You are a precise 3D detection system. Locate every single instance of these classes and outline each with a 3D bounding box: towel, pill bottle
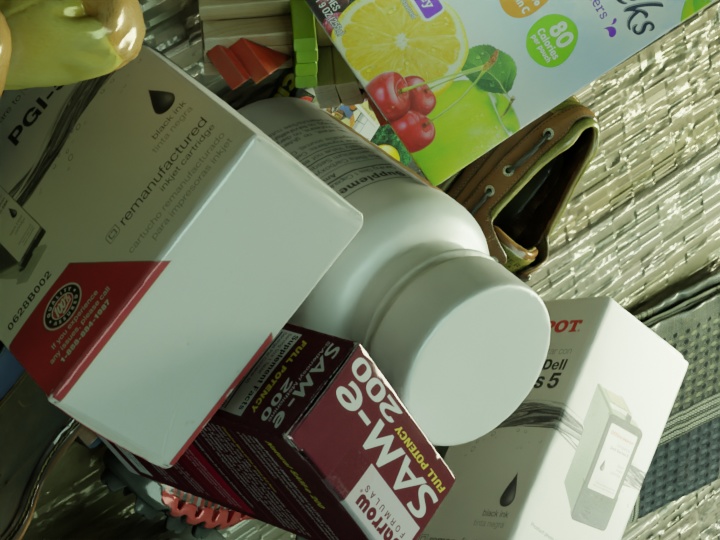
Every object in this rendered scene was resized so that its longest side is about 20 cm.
[{"bbox_3d":[0.231,0.091,1.352,0.192,0.035,0.200,-22,132,-23],"label":"towel"},{"bbox_3d":[0.000,0.000,0.939,0.114,0.200,0.114,-21,129,-28],"label":"pill bottle"}]

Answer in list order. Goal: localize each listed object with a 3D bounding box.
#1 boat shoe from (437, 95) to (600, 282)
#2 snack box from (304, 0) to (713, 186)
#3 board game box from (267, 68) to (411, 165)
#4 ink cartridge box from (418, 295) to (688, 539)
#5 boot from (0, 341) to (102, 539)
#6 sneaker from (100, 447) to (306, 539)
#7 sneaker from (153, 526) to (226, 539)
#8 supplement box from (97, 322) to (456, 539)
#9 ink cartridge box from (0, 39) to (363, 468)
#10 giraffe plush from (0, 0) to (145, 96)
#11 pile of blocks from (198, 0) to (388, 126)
[{"bbox_3d":[0.074,-0.020,1.114,0.072,0.068,0.200,9,112,-44],"label":"boat shoe"},{"bbox_3d":[0.077,-0.153,0.884,0.200,0.053,0.142,-33,124,4],"label":"snack box"},{"bbox_3d":[-0.030,-0.050,1.044,0.105,0.023,0.200,24,101,-48],"label":"board game box"},{"bbox_3d":[0.091,0.121,1.111,0.084,0.145,0.200,38,65,-29],"label":"ink cartridge box"},{"bbox_3d":[-0.204,0.085,0.952,0.200,0.075,0.097,-50,130,-27],"label":"boot"},{"bbox_3d":[-0.063,0.105,1.084,0.200,0.071,0.098,13,109,-46],"label":"sneaker"},{"bbox_3d":[-0.095,0.182,1.038,0.073,0.200,0.085,29,111,-2],"label":"sneaker"},{"bbox_3d":[-0.062,0.069,0.899,0.061,0.200,0.109,-53,132,-22],"label":"supplement box"},{"bbox_3d":[-0.116,-0.027,0.860,0.147,0.200,0.083,-52,133,1],"label":"ink cartridge box"},{"bbox_3d":[-0.205,-0.071,0.799,0.200,0.173,0.162,-10,131,-25],"label":"giraffe plush"},{"bbox_3d":[0.007,-0.111,0.949,0.200,0.062,0.082,6,152,-24],"label":"pile of blocks"}]
